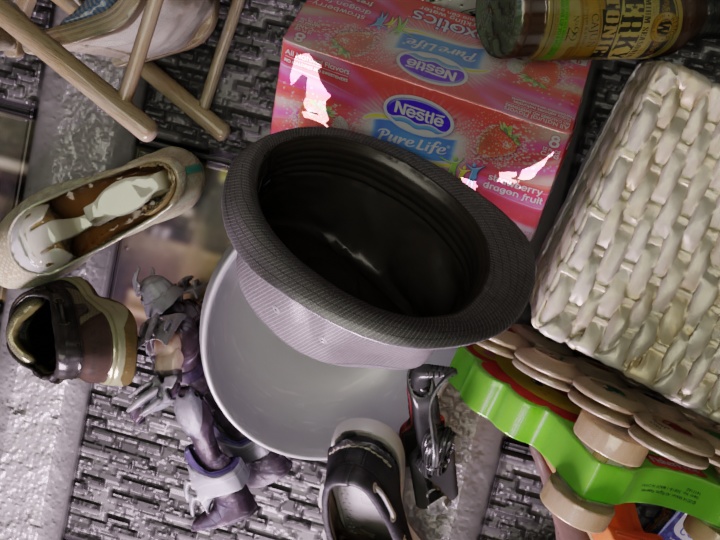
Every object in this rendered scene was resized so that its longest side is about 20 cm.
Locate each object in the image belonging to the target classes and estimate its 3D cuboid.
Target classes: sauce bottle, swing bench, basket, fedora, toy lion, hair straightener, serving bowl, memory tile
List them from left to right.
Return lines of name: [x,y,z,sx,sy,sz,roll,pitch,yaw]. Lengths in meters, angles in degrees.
swing bench: [-0.184,-0.181,0.793,0.198,0.199,0.131,21,100,4]
serving bowl: [-0.025,0.033,0.845,0.198,0.066,0.203,-7,110,-19]
fedora: [0.000,0.000,0.727,0.198,0.178,0.091,25,131,-1]
hair straightener: [0.056,0.124,0.799,0.040,0.201,0.078,-13,60,-9]
toy lion: [0.161,0.106,0.801,0.198,0.192,0.069,17,106,-27]
memory tile: [0.170,0.078,0.763,0.199,0.152,0.017,30,102,45]
sauce bottle: [0.175,-0.173,0.771,0.198,0.065,0.066,-7,98,-21]
basket: [0.234,-0.017,0.773,0.197,0.161,0.202,27,99,5]

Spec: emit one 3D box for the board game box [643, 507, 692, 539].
board game box: [0.281,0.271,0.867,0.199,0.034,0.136,38,102,1]

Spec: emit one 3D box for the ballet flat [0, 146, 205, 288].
ballet flat: [-0.212,-0.042,0.886,0.198,0.062,0.068,-27,93,12]

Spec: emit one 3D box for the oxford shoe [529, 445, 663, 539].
oxford shoe: [0.152,0.177,0.802,0.071,0.201,0.073,19,114,-21]

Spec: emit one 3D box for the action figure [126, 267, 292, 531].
action figure: [-0.124,0.088,0.861,0.069,0.130,0.202,-13,110,25]

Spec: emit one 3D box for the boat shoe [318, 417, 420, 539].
boat shoe: [0.009,0.199,0.848,0.073,0.061,0.202,6,129,14]

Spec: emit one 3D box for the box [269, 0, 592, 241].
box: [0.047,-0.114,0.800,0.198,0.095,0.103,20,136,5]

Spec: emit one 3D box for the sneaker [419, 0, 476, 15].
sneaker: [0.081,-0.211,0.814,0.198,0.072,0.073,-11,97,11]

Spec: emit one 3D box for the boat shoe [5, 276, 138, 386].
boat shoe: [-0.223,0.040,0.842,0.064,0.199,0.074,5,89,-35]
